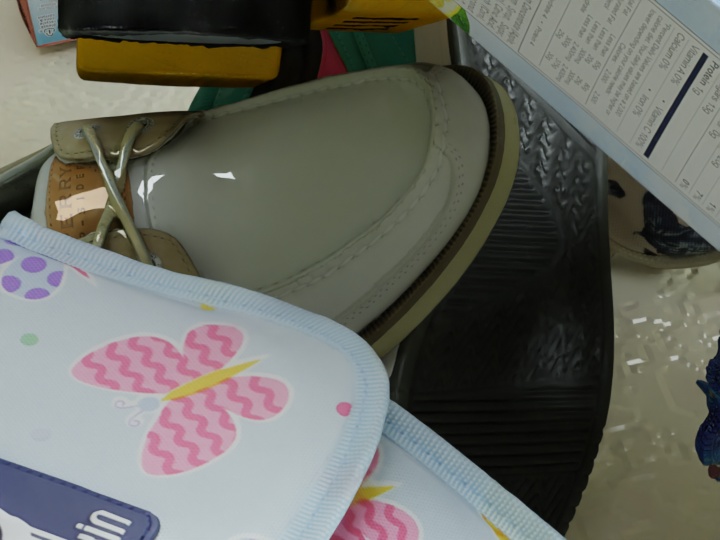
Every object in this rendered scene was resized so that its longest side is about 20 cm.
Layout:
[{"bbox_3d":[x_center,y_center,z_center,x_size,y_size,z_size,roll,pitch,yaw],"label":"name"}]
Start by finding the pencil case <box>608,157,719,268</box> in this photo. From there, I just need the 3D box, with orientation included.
[{"bbox_3d":[0.105,-0.088,0.852,0.078,0.089,0.200,27,47,-4],"label":"pencil case"}]

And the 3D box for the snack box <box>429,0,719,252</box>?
[{"bbox_3d":[0.107,-0.083,0.557,0.200,0.068,0.169,42,63,11],"label":"snack box"}]

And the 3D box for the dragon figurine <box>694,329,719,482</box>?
[{"bbox_3d":[0.146,0.003,0.726,0.059,0.099,0.200,18,48,26],"label":"dragon figurine"}]

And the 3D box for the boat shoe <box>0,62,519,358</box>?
[{"bbox_3d":[-0.054,-0.002,0.717,0.200,0.068,0.075,-28,51,31],"label":"boat shoe"}]

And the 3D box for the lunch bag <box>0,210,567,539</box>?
[{"bbox_3d":[-0.040,0.104,0.567,0.200,0.127,0.170,42,50,-5],"label":"lunch bag"}]

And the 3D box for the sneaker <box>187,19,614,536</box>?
[{"bbox_3d":[0.000,0.000,0.770,0.121,0.084,0.200,-16,62,50],"label":"sneaker"}]

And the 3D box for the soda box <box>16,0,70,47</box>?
[{"bbox_3d":[-0.020,-0.134,0.932,0.200,0.064,0.068,-11,42,-5],"label":"soda box"}]

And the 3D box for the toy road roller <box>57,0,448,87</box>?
[{"bbox_3d":[-0.001,-0.106,0.690,0.146,0.123,0.200,2,2,-9],"label":"toy road roller"}]
